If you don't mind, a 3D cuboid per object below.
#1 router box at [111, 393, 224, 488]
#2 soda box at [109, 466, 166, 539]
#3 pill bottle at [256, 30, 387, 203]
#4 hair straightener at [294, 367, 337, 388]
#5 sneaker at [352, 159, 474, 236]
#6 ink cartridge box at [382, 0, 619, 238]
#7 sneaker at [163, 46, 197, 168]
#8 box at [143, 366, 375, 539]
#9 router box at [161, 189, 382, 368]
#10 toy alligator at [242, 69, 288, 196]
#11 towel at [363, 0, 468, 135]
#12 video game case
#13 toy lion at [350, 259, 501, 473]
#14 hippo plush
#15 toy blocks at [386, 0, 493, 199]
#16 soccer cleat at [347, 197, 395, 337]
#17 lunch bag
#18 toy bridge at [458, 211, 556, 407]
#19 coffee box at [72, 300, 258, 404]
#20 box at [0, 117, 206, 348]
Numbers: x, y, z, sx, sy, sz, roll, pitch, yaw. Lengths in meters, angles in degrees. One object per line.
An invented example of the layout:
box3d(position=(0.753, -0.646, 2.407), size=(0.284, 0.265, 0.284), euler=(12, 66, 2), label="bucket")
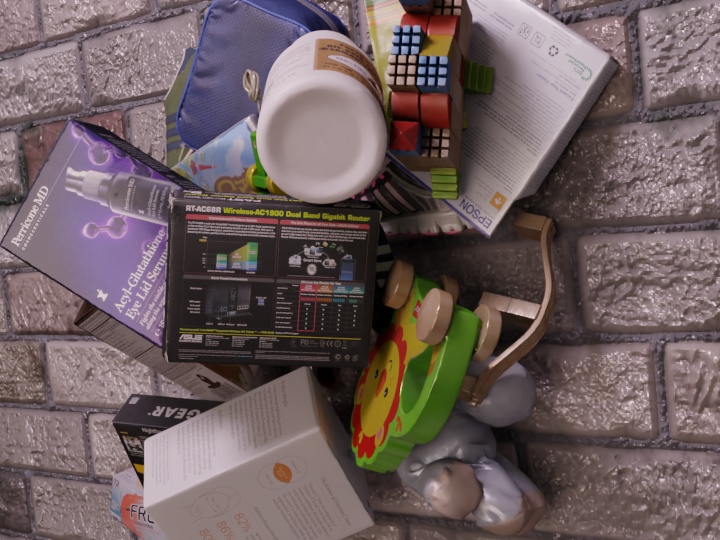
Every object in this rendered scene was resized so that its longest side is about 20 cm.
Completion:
box3d(position=(-0.178, 0.227, 1.279), size=(0.197, 0.052, 0.159), euler=(2, 127, 25), label="router box")
box3d(position=(-0.232, 0.321, 1.385), size=(0.198, 0.068, 0.065), euler=(25, 117, 32), label="soda box")
box3d(position=(-0.034, -0.151, 0.997), size=(0.112, 0.201, 0.116), euler=(0, 117, -1), label="pill bottle")
box3d(position=(-0.065, 0.038, 1.214), size=(0.040, 0.076, 0.204), euler=(4, 99, 38), label="hair straightener")
box3d(position=(0.036, -0.081, 1.124), size=(0.197, 0.073, 0.089), euler=(-1, 96, 32), label="sneaker")
box3d(position=(0.115, -0.168, 1.049), size=(0.196, 0.043, 0.201), euler=(41, 108, 25), label="ink cartridge box")
box3d(position=(-0.201, -0.173, 1.301), size=(0.090, 0.066, 0.203), euler=(38, 119, 37), label="sneaker")
box3d(position=(-0.106, 0.222, 1.141), size=(0.197, 0.107, 0.154), euler=(-24, 123, 4), label="box")
box3d(position=(-0.084, 0.008, 1.011), size=(0.062, 0.196, 0.153), euler=(-129, 43, -75), label="router box")
box3d(position=(-0.080, -0.100, 1.081), size=(0.059, 0.054, 0.204), euler=(17, 115, 57), label="toy alligator")
box3d(position=(0.048, -0.224, 1.058), size=(0.085, 0.018, 0.204), euler=(-15, 80, 29), label="towel")
box3d(position=(-0.131, -0.033, 1.150), size=(0.181, 0.022, 0.202), euler=(-30, 97, 20), label="video game case")
box3d(position=(0.043, 0.100, 0.998), size=(0.200, 0.068, 0.195), euler=(-138, 67, -73), label="toy lion")
box3d(position=(0.119, 0.157, 1.075), size=(0.199, 0.158, 0.163), euler=(17, 85, 61), label="hippo plush")
box3d(position=(0.061, -0.175, 0.966), size=(0.098, 0.137, 0.204), euler=(4, 86, 14), label="toy blocks")
box3d(position=(0.000, 0.000, 1.087), size=(0.067, 0.082, 0.201), euler=(-11, 130, 35), label="soccer cleat")
box3d(position=(-0.103, -0.199, 1.175), size=(0.134, 0.132, 0.202), euler=(27, 115, 7), label="lunch bag")
box3d(position=(0.143, 0.039, 1.014), size=(0.066, 0.027, 0.202), euler=(13, 65, 31), label="toy bridge")
box3d(position=(-0.205, 0.052, 1.228), size=(0.199, 0.116, 0.079), euler=(34, 145, -22), label="coffee box")
box3d(position=(-0.231, -0.037, 1.088), size=(0.198, 0.104, 0.149), euler=(30, 94, 2), label="box")
